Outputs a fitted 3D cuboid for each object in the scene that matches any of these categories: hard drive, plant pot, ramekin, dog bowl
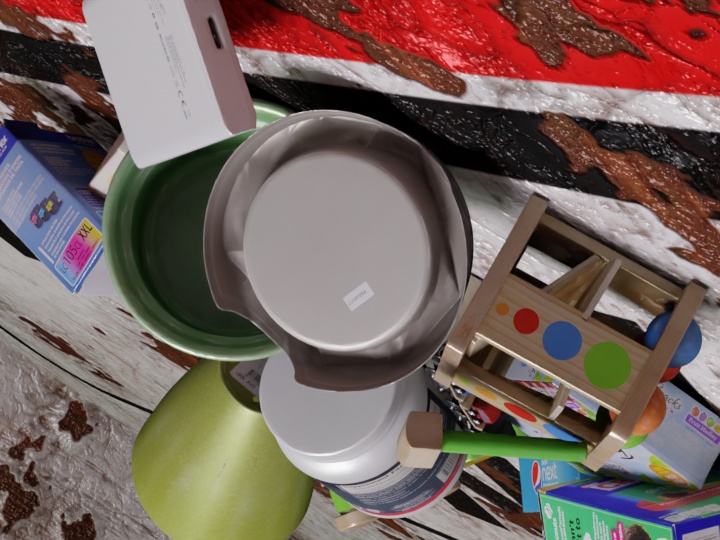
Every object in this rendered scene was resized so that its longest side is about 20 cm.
[{"bbox_3d":[-0.136,-0.146,1.188,0.200,0.026,0.132,-7,102,66],"label":"hard drive"},{"bbox_3d":[-0.111,0.149,1.654,0.187,0.187,0.200,30,143,2],"label":"plant pot"},{"bbox_3d":[-0.095,-0.027,1.334,0.200,0.200,0.098,30,174,2],"label":"ramekin"},{"bbox_3d":[-0.010,-0.017,1.221,0.200,0.201,0.059,26,-161,15],"label":"dog bowl"}]

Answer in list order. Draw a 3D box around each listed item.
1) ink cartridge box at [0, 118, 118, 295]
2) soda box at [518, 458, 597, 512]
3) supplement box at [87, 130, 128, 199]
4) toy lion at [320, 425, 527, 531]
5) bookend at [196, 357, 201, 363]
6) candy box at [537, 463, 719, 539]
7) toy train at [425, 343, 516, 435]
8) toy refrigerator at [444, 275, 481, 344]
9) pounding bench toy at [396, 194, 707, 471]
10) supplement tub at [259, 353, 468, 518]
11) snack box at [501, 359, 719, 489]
[{"bbox_3d":[-0.272,-0.065,1.625,0.200,0.076,0.136,42,-162,24],"label":"ink cartridge box"},{"bbox_3d":[0.213,0.199,1.690,0.064,0.068,0.200,-2,170,-12],"label":"soda box"},{"bbox_3d":[-0.154,-0.083,1.491,0.126,0.074,0.200,33,166,-11],"label":"supplement box"},{"bbox_3d":[0.087,0.184,1.697,0.200,0.069,0.191,-12,168,-46],"label":"toy lion"},{"bbox_3d":[-0.059,0.104,1.808,0.198,0.092,0.200,22,172,-9],"label":"bookend"},{"bbox_3d":[0.279,0.221,1.493,0.169,0.077,0.200,-9,-176,-28],"label":"candy box"},{"bbox_3d":[0.099,0.113,1.473,0.046,0.034,0.200,23,162,27],"label":"toy train"},{"bbox_3d":[0.000,0.000,1.475,0.200,0.070,0.076,30,166,5],"label":"toy refrigerator"},{"bbox_3d":[0.135,0.082,1.218,0.156,0.200,0.124,30,166,6],"label":"pounding bench toy"},{"bbox_3d":[0.005,0.129,1.503,0.140,0.141,0.200,23,168,27],"label":"supplement tub"},{"bbox_3d":[0.192,0.113,1.478,0.168,0.068,0.200,36,167,-18],"label":"snack box"}]
